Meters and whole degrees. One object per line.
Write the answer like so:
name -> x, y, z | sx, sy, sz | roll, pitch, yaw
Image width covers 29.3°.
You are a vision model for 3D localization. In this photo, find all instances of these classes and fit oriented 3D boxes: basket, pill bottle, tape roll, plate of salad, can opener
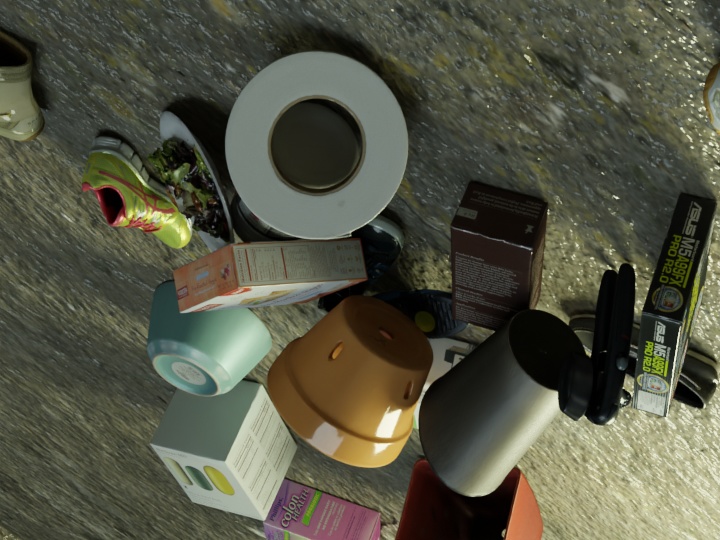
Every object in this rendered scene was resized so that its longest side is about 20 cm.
basket -> 0.175, 0.147, 1.658 | 0.135, 0.181, 0.200 | 24, 135, -14
pill bottle -> -0.084, -0.103, 1.620 | 0.116, 0.117, 0.200 | 29, 150, -9
tape roll -> -0.047, -0.135, 1.486 | 0.201, 0.204, 0.037 | 28, -171, -7
plate of salad -> -0.210, -0.099, 1.695 | 0.200, 0.048, 0.201 | 52, 156, 34
can opener -> 0.283, 0.083, 1.568 | 0.078, 0.202, 0.063 | 34, 154, -31

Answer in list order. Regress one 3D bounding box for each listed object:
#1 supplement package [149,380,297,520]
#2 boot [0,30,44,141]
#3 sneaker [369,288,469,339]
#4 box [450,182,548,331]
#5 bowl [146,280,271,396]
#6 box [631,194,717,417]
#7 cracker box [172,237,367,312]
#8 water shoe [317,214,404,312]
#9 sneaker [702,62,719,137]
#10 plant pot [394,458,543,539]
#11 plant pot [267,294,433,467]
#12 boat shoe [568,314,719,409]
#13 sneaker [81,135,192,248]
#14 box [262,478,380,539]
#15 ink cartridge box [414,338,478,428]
supplement package -> -0.225, 0.291, 2.300 | 0.150, 0.152, 0.201 | 9, 146, 25
boot -> -0.499, -0.249, 1.733 | 0.198, 0.073, 0.156 | 20, 150, 4
sneaker -> 0.070, 0.050, 1.809 | 0.199, 0.078, 0.067 | -8, 107, 38
box -> 0.163, -0.009, 1.638 | 0.099, 0.075, 0.201 | 16, 151, 14
bowl -> -0.245, 0.116, 2.090 | 0.199, 0.106, 0.202 | 18, 148, 11
box -> 0.341, 0.042, 1.501 | 0.044, 0.161, 0.201 | 15, 148, 17
cracker box -> -0.109, 0.006, 1.675 | 0.199, 0.058, 0.133 | -3, 168, -40
water shoe -> 0.000, 0.000, 1.758 | 0.071, 0.079, 0.200 | 26, 150, -4
sneaker -> 0.400, -0.118, 1.294 | 0.087, 0.076, 0.200 | -7, 138, 42
plant pot -> 0.188, 0.434, 2.206 | 0.198, 0.202, 0.176 | 0, 153, 36
plant pot -> 0.001, 0.128, 1.737 | 0.199, 0.201, 0.141 | 30, 116, -10
boat shoe -> 0.348, 0.112, 1.707 | 0.198, 0.057, 0.067 | 21, 150, 6
sneaker -> -0.304, -0.084, 1.833 | 0.078, 0.091, 0.200 | -7, 139, 40
box -> -0.069, 0.493, 2.558 | 0.198, 0.097, 0.177 | 17, 149, 12
ink cartridge box -> 0.138, 0.169, 1.917 | 0.198, 0.085, 0.147 | 14, 149, 17
